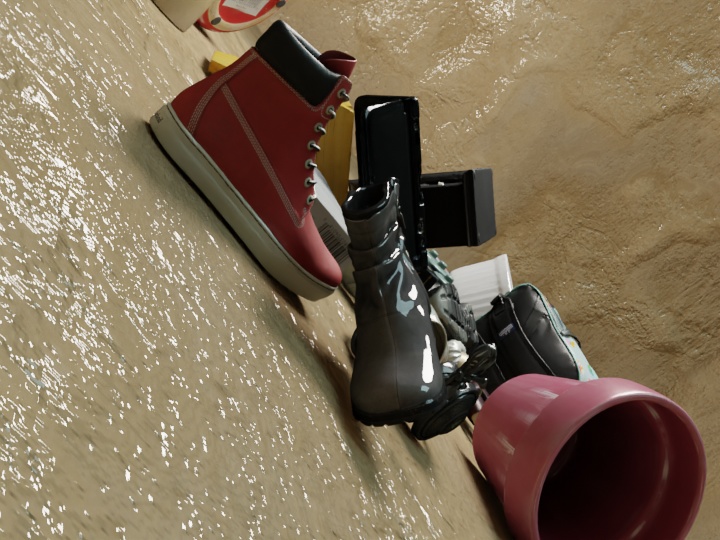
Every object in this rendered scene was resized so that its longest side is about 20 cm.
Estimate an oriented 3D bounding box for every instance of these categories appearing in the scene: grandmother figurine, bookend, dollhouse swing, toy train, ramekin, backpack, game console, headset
[{"bbox_3d":[0.151,0.172,1.312,0.200,0.060,0.121,57,-3,7],"label":"grandmother figurine"},{"bbox_3d":[0.062,-0.075,1.387,0.199,0.199,0.093,-22,108,-75],"label":"bookend"},{"bbox_3d":[-0.104,-0.169,1.365,0.200,0.175,0.183,-109,-156,-72],"label":"dollhouse swing"},{"bbox_3d":[0.066,-0.001,1.546,0.114,0.085,0.200,42,9,-20],"label":"toy train"},{"bbox_3d":[0.199,0.081,1.722,0.200,0.097,0.202,-10,90,-82],"label":"ramekin"},{"bbox_3d":[0.229,0.149,1.495,0.153,0.176,0.200,42,16,-45],"label":"backpack"},{"bbox_3d":[0.009,-0.092,1.238,0.176,0.116,0.201,16,-67,56],"label":"game console"},{"bbox_3d":[0.058,0.077,0.913,0.124,0.094,0.200,53,-1,-6],"label":"headset"}]

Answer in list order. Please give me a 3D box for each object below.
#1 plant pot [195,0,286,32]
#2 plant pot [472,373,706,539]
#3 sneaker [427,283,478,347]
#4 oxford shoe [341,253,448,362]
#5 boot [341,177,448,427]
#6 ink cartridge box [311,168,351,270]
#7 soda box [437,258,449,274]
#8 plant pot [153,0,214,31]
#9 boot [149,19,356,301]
[{"bbox_3d":[-0.189,-0.455,1.547,0.183,0.200,0.200,58,7,17],"label":"plant pot"},{"bbox_3d":[0.208,0.189,1.091,0.200,0.200,0.179,51,-9,-25],"label":"plant pot"},{"bbox_3d":[0.099,0.069,1.395,0.200,0.079,0.076,44,37,-69],"label":"sneaker"},{"bbox_3d":[0.030,0.024,1.116,0.200,0.075,0.058,58,3,-10],"label":"oxford shoe"},{"bbox_3d":[0.013,0.015,0.772,0.200,0.069,0.132,-98,175,-70],"label":"boot"},{"bbox_3d":[-0.067,-0.082,1.070,0.109,0.050,0.200,50,6,-31],"label":"ink cartridge box"},{"bbox_3d":[0.103,0.014,1.782,0.064,0.068,0.200,54,7,3],"label":"soda box"},{"bbox_3d":[-0.192,-0.425,1.320,0.188,0.200,0.187,53,5,-7],"label":"plant pot"},{"bbox_3d":[-0.038,-0.079,0.808,0.200,0.144,0.072,52,4,-33],"label":"boot"}]
